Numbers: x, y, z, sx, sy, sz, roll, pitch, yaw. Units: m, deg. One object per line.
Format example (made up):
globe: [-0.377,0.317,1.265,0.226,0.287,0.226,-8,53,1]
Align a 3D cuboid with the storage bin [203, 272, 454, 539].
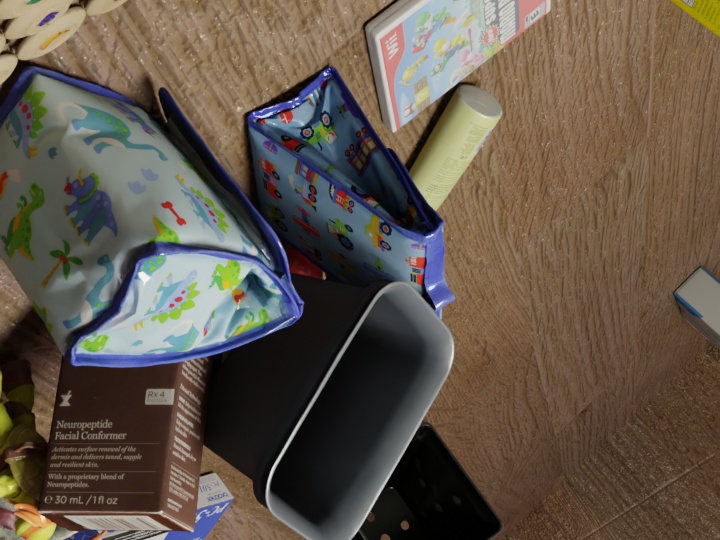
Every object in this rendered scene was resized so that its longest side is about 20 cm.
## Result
storage bin: [-0.035,0.101,0.881,0.201,0.134,0.146,-58,136,-15]

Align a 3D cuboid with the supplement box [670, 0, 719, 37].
supplement box: [0.359,-0.301,1.025,0.109,0.200,0.109,-28,151,-29]

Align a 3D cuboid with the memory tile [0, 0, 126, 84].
memory tile: [-0.158,-0.159,0.607,0.200,0.017,0.153,-38,-174,-11]

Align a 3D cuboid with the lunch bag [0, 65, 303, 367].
lunch bag: [-0.139,-0.031,0.736,0.127,0.170,0.200,-46,155,17]

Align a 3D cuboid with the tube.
tube: [0.072,-0.095,1.104,0.058,0.052,0.201,19,128,-15]

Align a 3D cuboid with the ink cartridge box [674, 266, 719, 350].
ink cartridge box: [0.732,0.089,2.242,0.084,0.145,0.200,-45,155,4]

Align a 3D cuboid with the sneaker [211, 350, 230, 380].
sneaker: [-0.121,0.078,0.962,0.116,0.199,0.081,-55,-161,-1]

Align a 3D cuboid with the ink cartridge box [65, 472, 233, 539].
ink cartridge box: [-0.242,0.291,1.225,0.199,0.044,0.094,-5,137,-53]

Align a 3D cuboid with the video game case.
video game case: [0.093,-0.223,0.965,0.200,0.017,0.143,-39,155,-11]

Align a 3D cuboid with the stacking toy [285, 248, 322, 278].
stacking toy: [-0.111,0.061,1.041,0.200,0.085,0.085,-52,154,2]

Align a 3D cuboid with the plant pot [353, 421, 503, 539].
plant pot: [0.061,0.388,1.675,0.199,0.201,0.178,-29,164,-29]

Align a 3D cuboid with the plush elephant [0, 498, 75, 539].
plush elephant: [-0.312,0.209,0.900,0.199,0.165,0.155,-23,-147,40]

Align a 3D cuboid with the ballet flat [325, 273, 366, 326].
ballet flat: [0.000,0.000,1.033,0.074,0.074,0.200,-44,-166,1]

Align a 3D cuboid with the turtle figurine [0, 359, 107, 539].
turtle figurine: [-0.263,0.138,0.816,0.064,0.162,0.200,-33,158,20]

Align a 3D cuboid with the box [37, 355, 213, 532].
box: [-0.171,0.093,0.830,0.099,0.202,0.075,-3,155,11]

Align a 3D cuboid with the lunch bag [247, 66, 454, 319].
lunch bag: [0.003,-0.039,0.899,0.094,0.200,0.151,-34,154,-19]
